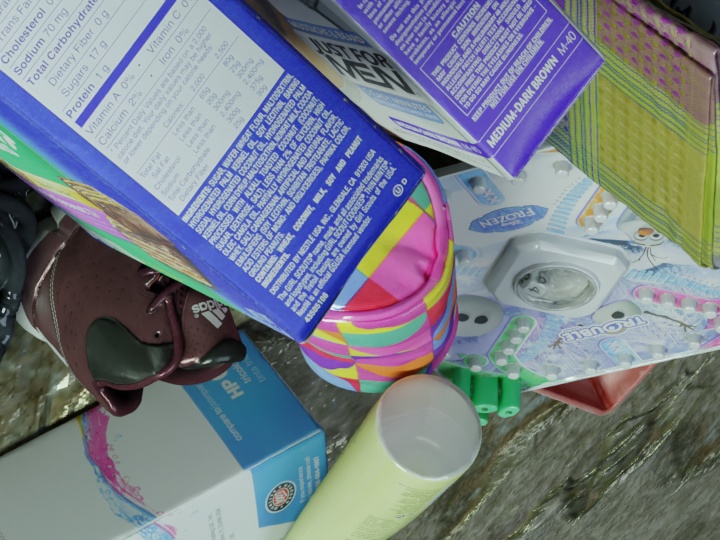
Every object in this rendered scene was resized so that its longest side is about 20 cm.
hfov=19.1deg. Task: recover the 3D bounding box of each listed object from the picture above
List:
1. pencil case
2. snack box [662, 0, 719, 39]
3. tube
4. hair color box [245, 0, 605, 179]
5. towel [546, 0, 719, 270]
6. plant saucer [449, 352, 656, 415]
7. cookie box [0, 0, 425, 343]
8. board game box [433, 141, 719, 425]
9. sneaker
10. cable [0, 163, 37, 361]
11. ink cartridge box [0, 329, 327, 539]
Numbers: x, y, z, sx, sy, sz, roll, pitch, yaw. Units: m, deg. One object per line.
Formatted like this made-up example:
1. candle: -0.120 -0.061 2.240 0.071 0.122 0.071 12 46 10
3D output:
1. pencil case: 0.000 0.000 0.911 0.088 0.089 0.200 -37 167 -4
2. snack box: 0.127 -0.149 0.874 0.053 0.200 0.143 -30 146 -18
3. tube: 0.002 0.109 1.026 0.058 0.052 0.200 16 152 -9
4. hair color box: -0.015 -0.123 0.764 0.200 0.109 0.065 44 81 -29
5. towel: 0.091 -0.095 0.905 0.023 0.200 0.144 -38 149 -17
6. plant saucer: 0.152 -0.015 1.218 0.200 0.037 0.200 -49 146 14
7. cookie box: -0.103 -0.076 0.692 0.200 0.171 0.075 41 80 -33
8. board game box: 0.098 0.008 1.065 0.199 0.026 0.200 -14 143 25
9. sneaker: -0.068 -0.021 0.907 0.075 0.116 0.201 1 130 -46
10. cable: -0.212 0.014 0.876 0.162 0.051 0.201 4 130 -42
11. ink cartridge box: -0.119 0.140 1.081 0.199 0.085 0.145 -29 146 -21
